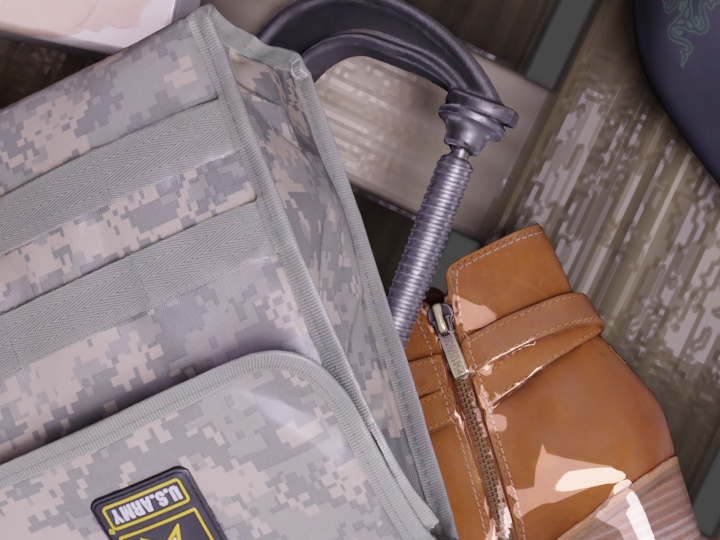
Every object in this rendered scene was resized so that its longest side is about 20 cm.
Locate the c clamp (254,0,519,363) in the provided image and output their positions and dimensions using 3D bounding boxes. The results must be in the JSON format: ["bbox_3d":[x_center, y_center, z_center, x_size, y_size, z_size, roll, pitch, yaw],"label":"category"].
[{"bbox_3d":[0.000,0.000,1.037,0.170,0.027,0.201,15,87,36],"label":"c clamp"}]

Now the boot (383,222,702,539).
[{"bbox_3d":[0.016,0.086,1.051,0.199,0.077,0.156,-27,84,11],"label":"boot"}]

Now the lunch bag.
[{"bbox_3d":[-0.072,0.040,0.983,0.163,0.118,0.201,-24,78,15],"label":"lunch bag"}]

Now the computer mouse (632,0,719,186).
[{"bbox_3d":[0.170,-0.051,1.029,0.200,0.053,0.139,45,128,5],"label":"computer mouse"}]

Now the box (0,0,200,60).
[{"bbox_3d":[-0.153,-0.136,1.044,0.199,0.078,0.095,11,91,1],"label":"box"}]
